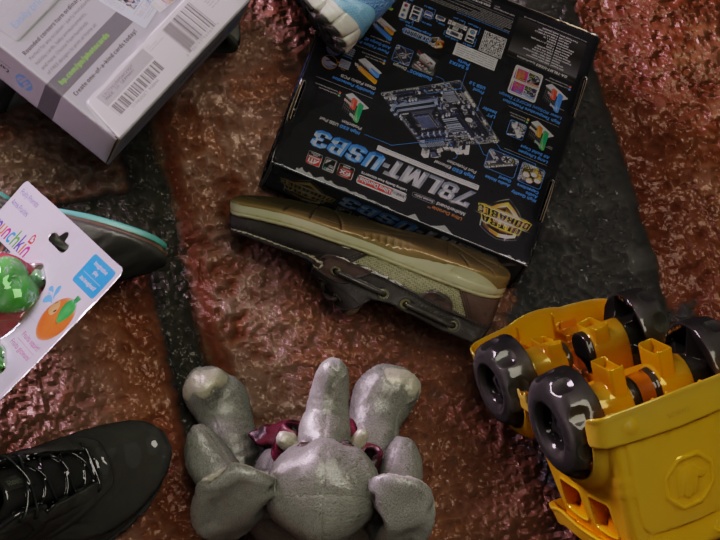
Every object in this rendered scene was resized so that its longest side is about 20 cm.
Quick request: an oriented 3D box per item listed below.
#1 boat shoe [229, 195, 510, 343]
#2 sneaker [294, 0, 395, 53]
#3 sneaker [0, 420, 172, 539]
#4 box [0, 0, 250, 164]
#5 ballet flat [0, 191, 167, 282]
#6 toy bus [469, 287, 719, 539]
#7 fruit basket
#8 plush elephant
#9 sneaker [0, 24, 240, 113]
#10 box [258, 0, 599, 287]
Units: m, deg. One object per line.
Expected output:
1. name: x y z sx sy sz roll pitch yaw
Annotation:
1. boat shoe: 0.001 0.000 1.758 0.200 0.072 0.066 16 100 2
2. sneaker: -0.024 -0.238 1.816 0.090 0.079 0.200 -32 53 -2
3. sneaker: -0.208 0.146 1.636 0.199 0.091 0.076 -24 73 -22
4. box: -0.198 -0.189 1.722 0.200 0.041 0.156 38 58 1
5. ballet flat: -0.230 -0.018 1.718 0.199 0.068 0.069 19 74 7
6. toy bus: 0.176 0.126 1.710 0.135 0.200 0.193 -20 111 -19
7. fruit basket: -0.253 0.038 1.602 0.094 0.185 0.200 40 89 -33
8. plush elephant: -0.030 0.129 1.647 0.164 0.155 0.201 7 66 -10
9. sneaker: -0.171 -0.154 1.781 0.199 0.074 0.080 -27 81 -22
10. box: 0.052 -0.114 1.828 0.199 0.050 0.200 21 65 -4
